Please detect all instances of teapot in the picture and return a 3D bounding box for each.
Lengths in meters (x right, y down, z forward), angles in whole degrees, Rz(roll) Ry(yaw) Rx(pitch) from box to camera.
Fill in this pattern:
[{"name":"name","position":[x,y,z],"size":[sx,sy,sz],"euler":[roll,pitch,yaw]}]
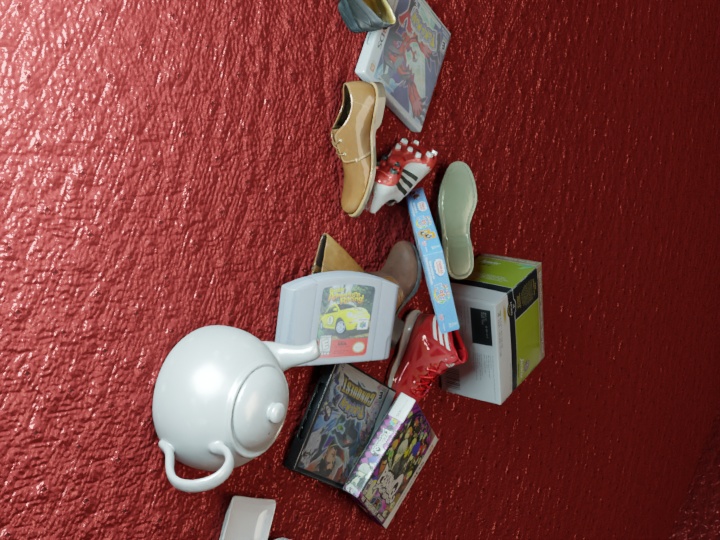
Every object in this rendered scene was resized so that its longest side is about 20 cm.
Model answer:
[{"name":"teapot","position":[-0.160,0.172,1.338],"size":[0.196,0.144,0.204],"euler":[13,88,-56]}]

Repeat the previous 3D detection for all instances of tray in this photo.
[{"name":"tray","position":[-0.180,0.419,1.483],"size":[0.107,0.022,0.204],"euler":[24,78,-55]}]

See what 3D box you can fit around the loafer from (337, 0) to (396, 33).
[{"name":"loafer","position":[-0.009,-0.421,1.484],"size":[0.200,0.071,0.074],"euler":[51,57,-48]}]

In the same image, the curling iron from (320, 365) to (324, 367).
[{"name":"curling iron","position":[-0.001,0.098,1.667],"size":[0.200,0.025,0.050],"euler":[-39,126,-45]}]

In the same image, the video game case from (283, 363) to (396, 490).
[{"name":"video game case","position":[-0.027,0.246,1.652],"size":[0.200,0.025,0.183],"euler":[37,73,-54]}]

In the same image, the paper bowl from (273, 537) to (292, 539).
[{"name":"paper bowl","position":[-0.100,0.502,1.526],"size":[0.200,0.103,0.205],"euler":[11,90,-68]}]

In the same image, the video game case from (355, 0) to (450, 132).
[{"name":"video game case","position":[0.072,-0.347,1.671],"size":[0.200,0.023,0.185],"euler":[36,69,-54]}]

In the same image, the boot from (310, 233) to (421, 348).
[{"name":"boot","position":[0.000,0.000,1.628],"size":[0.199,0.068,0.191],"euler":[36,68,-37]}]

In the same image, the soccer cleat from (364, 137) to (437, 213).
[{"name":"soccer cleat","position":[0.060,-0.150,1.671],"size":[0.200,0.068,0.086],"euler":[-37,152,-57]}]

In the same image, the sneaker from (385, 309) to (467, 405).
[{"name":"sneaker","position":[0.113,0.174,1.779],"size":[0.078,0.114,0.204],"euler":[10,89,-56]}]

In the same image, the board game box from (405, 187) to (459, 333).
[{"name":"board game box","position":[0.115,-0.019,1.705],"size":[0.201,0.036,0.153],"euler":[-102,177,-56]}]

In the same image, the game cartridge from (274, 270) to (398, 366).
[{"name":"game cartridge","position":[-0.031,0.069,1.542],"size":[0.197,0.041,0.136],"euler":[-2,102,-35]}]

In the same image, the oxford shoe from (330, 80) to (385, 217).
[{"name":"oxford shoe","position":[-0.015,-0.181,1.560],"size":[0.070,0.071,0.204],"euler":[2,97,-28]}]

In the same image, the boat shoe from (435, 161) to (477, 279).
[{"name":"boat shoe","position":[0.163,-0.087,1.843],"size":[0.070,0.061,0.205],"euler":[2,88,-12]}]

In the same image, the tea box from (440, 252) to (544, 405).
[{"name":"tea box","position":[0.242,0.103,1.942],"size":[0.196,0.132,0.204],"euler":[-33,125,-47]}]

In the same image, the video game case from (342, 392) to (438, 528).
[{"name":"video game case","position":[0.054,0.318,1.741],"size":[0.183,0.035,0.201],"euler":[-57,153,-16]}]
